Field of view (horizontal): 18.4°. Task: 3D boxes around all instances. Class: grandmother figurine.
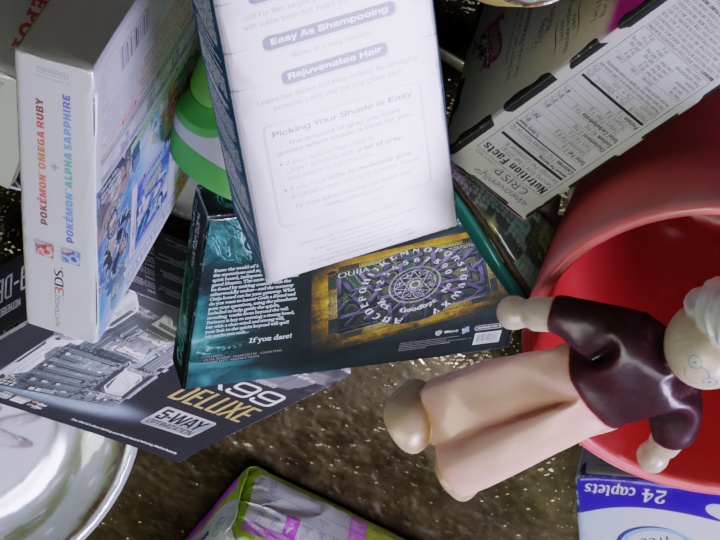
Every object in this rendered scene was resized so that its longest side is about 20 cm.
[{"bbox_3d":[0.113,0.055,1.043,0.199,0.061,0.121,-25,131,37],"label":"grandmother figurine"}]

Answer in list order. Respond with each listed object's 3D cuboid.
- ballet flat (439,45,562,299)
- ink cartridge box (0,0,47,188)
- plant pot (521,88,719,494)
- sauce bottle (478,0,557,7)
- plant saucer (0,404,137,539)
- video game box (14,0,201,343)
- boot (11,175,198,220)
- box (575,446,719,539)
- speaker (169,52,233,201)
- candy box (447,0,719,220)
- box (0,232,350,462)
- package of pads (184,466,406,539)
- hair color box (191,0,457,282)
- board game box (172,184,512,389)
[{"bbox_3d":[0.057,-0.062,1.152,0.200,0.071,0.069,49,177,4],"label":"ballet flat"},{"bbox_3d":[-0.236,-0.150,1.128,0.199,0.146,0.084,24,136,-8],"label":"ink cartridge box"},{"bbox_3d":[0.190,-0.017,1.116,0.199,0.178,0.201,9,135,9],"label":"plant pot"},{"bbox_3d":[0.066,-0.153,1.017,0.064,0.200,0.065,-1,97,-5],"label":"sauce bottle"},{"bbox_3d":[-0.234,0.108,1.395,0.050,0.200,0.201,35,155,46],"label":"plant saucer"},{"bbox_3d":[-0.112,-0.097,1.109,0.047,0.200,0.183,14,136,11],"label":"video game box"},{"bbox_3d":[-0.158,-0.066,1.225,0.199,0.096,0.074,33,134,-17],"label":"boot"},{"bbox_3d":[0.230,0.157,1.329,0.183,0.105,0.201,3,135,14],"label":"box"},{"bbox_3d":[-0.024,-0.133,1.084,0.088,0.089,0.201,22,111,-7],"label":"speaker"},{"bbox_3d":[0.134,-0.129,1.051,0.061,0.137,0.200,38,133,-21],"label":"candy box"},{"bbox_3d":[-0.129,0.043,1.309,0.157,0.050,0.199,-27,145,35],"label":"box"},{"bbox_3d":[-0.027,0.226,1.499,0.199,0.068,0.155,28,136,-13],"label":"package of pads"},{"bbox_3d":[-0.019,-0.099,1.005,0.099,0.061,0.201,-17,132,-10],"label":"hair color box"},{"bbox_3d":[0.000,0.000,1.227,0.199,0.028,0.136,-6,136,-19],"label":"board game box"}]
